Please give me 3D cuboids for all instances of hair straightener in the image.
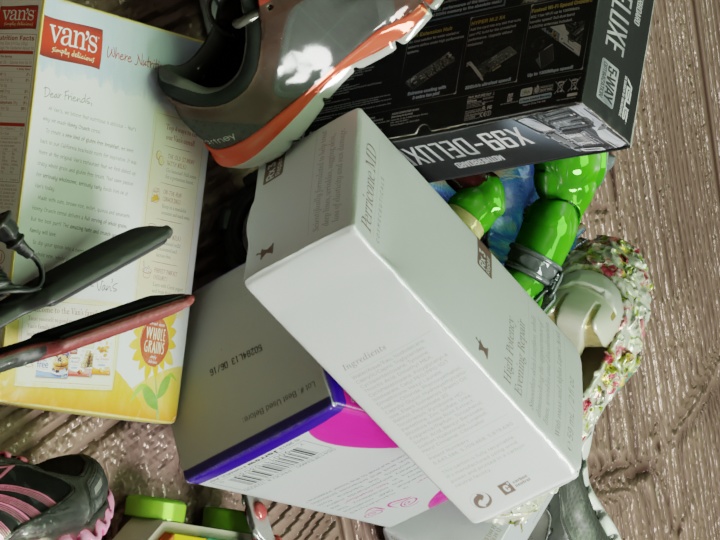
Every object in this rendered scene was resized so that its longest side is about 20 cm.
[{"bbox_3d":[-0.174,0.011,1.373,0.199,0.041,0.077,-20,101,-28],"label":"hair straightener"}]

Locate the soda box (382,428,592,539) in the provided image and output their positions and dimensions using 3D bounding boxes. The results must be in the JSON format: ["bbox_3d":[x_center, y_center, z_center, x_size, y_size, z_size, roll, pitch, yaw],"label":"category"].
[{"bbox_3d":[0.092,0.099,1.743,0.200,0.068,0.064,-57,162,-20],"label":"soda box"}]

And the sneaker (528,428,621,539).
[{"bbox_3d":[0.114,0.156,1.831,0.090,0.066,0.201,-27,111,-48],"label":"sneaker"}]

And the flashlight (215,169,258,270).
[{"bbox_3d":[0.000,0.000,1.643,0.200,0.068,0.068,27,70,-53],"label":"flashlight"}]

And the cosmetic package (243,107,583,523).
[{"bbox_3d":[0.030,0.025,1.490,0.200,0.074,0.102,48,27,-30],"label":"cosmetic package"}]

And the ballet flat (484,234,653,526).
[{"bbox_3d":[0.117,0.057,1.690,0.064,0.075,0.201,78,35,-63],"label":"ballet flat"}]

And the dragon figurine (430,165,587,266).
[{"bbox_3d":[0.075,-0.030,1.756,0.200,0.059,0.100,-22,111,-54],"label":"dragon figurine"}]

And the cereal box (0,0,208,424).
[{"bbox_3d":[-0.136,-0.028,1.465,0.144,0.039,0.201,13,82,-54],"label":"cereal box"}]

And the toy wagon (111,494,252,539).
[{"bbox_3d":[-0.108,0.197,1.527,0.200,0.039,0.156,17,79,-55],"label":"toy wagon"}]

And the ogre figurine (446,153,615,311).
[{"bbox_3d":[0.064,-0.074,1.654,0.200,0.098,0.120,44,78,-2],"label":"ogre figurine"}]

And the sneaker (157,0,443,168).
[{"bbox_3d":[-0.023,-0.142,1.464,0.200,0.077,0.082,-49,127,3],"label":"sneaker"}]

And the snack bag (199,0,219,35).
[{"bbox_3d":[-0.039,-0.198,1.609,0.188,0.021,0.201,-39,124,-48],"label":"snack bag"}]

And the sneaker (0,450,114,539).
[{"bbox_3d":[-0.192,0.104,1.377,0.200,0.079,0.096,-18,96,-55],"label":"sneaker"}]

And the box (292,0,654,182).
[{"bbox_3d":[0.057,-0.128,1.517,0.050,0.199,0.158,36,55,-42],"label":"box"}]

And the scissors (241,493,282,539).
[{"bbox_3d":[-0.054,0.141,1.556,0.073,0.014,0.201,-25,93,-61],"label":"scissors"}]

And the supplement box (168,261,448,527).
[{"bbox_3d":[-0.010,0.065,1.577,0.200,0.101,0.104,22,46,-54],"label":"supplement box"}]
